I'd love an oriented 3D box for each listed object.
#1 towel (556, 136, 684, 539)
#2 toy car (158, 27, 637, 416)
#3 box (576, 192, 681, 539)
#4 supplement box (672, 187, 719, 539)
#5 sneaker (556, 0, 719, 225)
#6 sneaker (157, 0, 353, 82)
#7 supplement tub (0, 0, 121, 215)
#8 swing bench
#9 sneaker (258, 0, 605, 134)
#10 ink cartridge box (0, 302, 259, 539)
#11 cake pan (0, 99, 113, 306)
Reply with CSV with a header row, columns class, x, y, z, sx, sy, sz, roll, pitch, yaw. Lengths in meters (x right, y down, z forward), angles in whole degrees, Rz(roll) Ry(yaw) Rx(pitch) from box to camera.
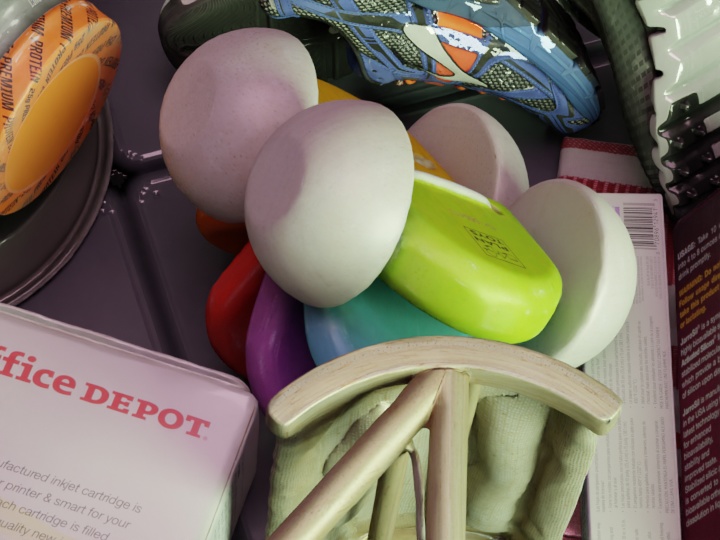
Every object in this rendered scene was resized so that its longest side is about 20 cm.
class,x,y,z,sx,sy,sz,roll,pitch,yaw
towel,0.146,0.038,1.183,0.144,0.023,0.201,9,62,2
toy car,0.000,0.000,1.118,0.200,0.175,0.150,41,108,52
box,0.112,0.061,1.135,0.041,0.039,0.201,0,61,0
supplement box,0.198,0.064,1.100,0.110,0.086,0.201,12,63,-21
sneaker,0.128,-0.111,1.169,0.066,0.201,0.090,-28,30,-18
sneaker,-0.014,-0.159,1.254,0.200,0.076,0.116,-19,53,-15
supplement tub,-0.209,-0.114,1.136,0.200,0.123,0.123,31,65,11
swing bench,-0.001,0.142,1.020,0.129,0.199,0.200,20,63,6
sneaker,0.031,-0.114,1.189,0.200,0.078,0.075,31,30,-34
ink cartridge box,-0.138,0.128,1.082,0.145,0.083,0.200,18,64,6
cake pan,-0.211,-0.065,1.200,0.199,0.037,0.201,1,63,-3
